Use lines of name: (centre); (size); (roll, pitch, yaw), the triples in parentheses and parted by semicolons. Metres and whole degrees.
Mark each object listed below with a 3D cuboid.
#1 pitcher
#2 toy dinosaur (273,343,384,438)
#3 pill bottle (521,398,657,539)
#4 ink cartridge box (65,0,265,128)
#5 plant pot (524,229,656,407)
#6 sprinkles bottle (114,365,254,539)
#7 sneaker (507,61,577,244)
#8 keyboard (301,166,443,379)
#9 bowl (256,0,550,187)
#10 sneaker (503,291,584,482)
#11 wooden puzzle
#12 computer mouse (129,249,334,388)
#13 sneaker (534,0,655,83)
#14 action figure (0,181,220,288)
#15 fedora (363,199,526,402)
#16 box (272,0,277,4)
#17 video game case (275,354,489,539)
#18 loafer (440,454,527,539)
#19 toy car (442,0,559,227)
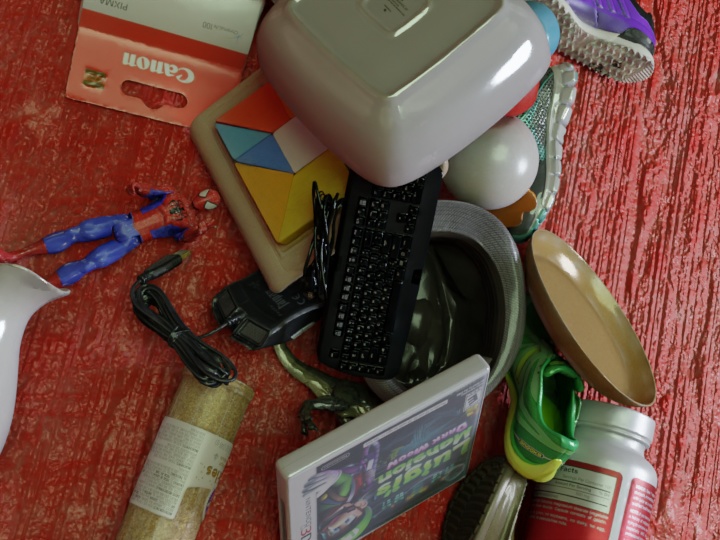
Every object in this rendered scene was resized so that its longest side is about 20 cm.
pitcher: (-0.340, 0.077, 0.764); (0.171, 0.121, 0.201); (18, 79, 24)
toy dinosaur: (-0.018, 0.128, 0.902); (0.199, 0.047, 0.088); (33, 45, -9)
pill bottle: (0.220, 0.232, 0.942); (0.112, 0.112, 0.201); (22, 74, -16)
ink cartridge box: (-0.173, -0.242, 0.907); (0.162, 0.057, 0.201); (12, 73, -19)
plant pot: (0.220, 0.050, 0.960); (0.200, 0.027, 0.201); (40, 27, -26)
sprinkles bottle: (-0.156, 0.183, 0.832); (0.068, 0.068, 0.201); (25, 74, -15)
sneaker: (0.161, -0.126, 1.010); (0.091, 0.078, 0.201); (12, 73, -1)
keyboard: (0.000, 0.000, 0.812); (0.103, 0.040, 0.201); (11, 110, 1)
bowl: (0.030, -0.188, 0.777); (0.199, 0.075, 0.200); (-39, 69, -10)
sneaker: (0.179, 0.102, 0.942); (0.074, 0.084, 0.201); (21, 47, -27)
wooden puzzle: (-0.046, -0.108, 0.849); (0.200, 0.037, 0.186); (-36, 72, 19)
computer mouse: (-0.109, 0.023, 0.887); (0.140, 0.046, 0.200); (38, 49, 19)
sneaker: (0.238, -0.290, 1.062); (0.199, 0.069, 0.100); (27, 66, -19)
action figure: (-0.204, -0.034, 0.837); (0.199, 0.099, 0.066); (-25, 91, -25)
fedora: (0.062, 0.036, 0.925); (0.176, 0.090, 0.201); (-5, 92, -19)
box: (-0.012, -0.298, 0.944); (0.156, 0.041, 0.200); (48, 50, -7)
video game case: (0.019, 0.173, 0.852); (0.199, 0.182, 0.023); (-25, 55, -22)
loafer: (0.112, 0.272, 0.919); (0.067, 0.076, 0.201); (27, 80, -18)
toy car: (0.100, -0.128, 0.937); (0.184, 0.176, 0.201); (-39, 120, -44)
